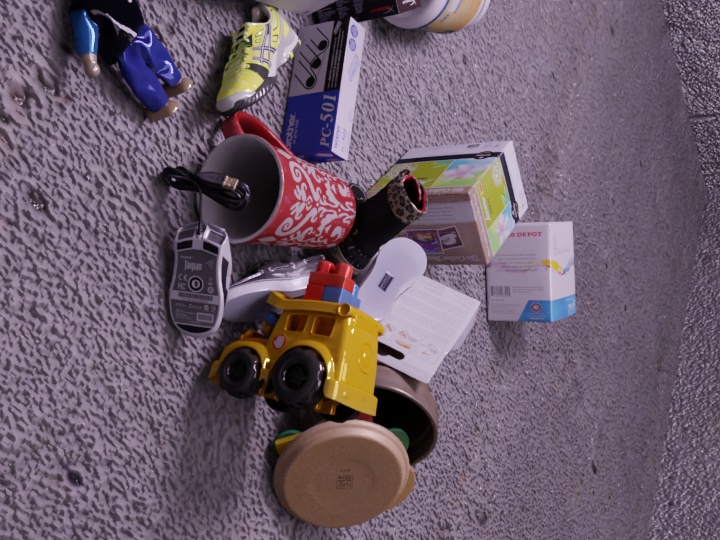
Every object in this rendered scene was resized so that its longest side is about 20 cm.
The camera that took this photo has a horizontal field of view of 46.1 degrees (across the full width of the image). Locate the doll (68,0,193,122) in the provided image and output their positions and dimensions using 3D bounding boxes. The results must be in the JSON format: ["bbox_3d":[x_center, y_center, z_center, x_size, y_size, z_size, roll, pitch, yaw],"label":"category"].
[{"bbox_3d":[-0.266,-0.256,0.926,0.200,0.048,0.137,55,45,-41],"label":"doll"}]

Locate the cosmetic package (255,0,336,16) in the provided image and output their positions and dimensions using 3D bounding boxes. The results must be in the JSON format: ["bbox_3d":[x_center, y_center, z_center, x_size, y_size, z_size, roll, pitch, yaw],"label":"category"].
[{"bbox_3d":[-0.105,-0.456,1.078,0.199,0.123,0.201,-7,86,-56],"label":"cosmetic package"}]

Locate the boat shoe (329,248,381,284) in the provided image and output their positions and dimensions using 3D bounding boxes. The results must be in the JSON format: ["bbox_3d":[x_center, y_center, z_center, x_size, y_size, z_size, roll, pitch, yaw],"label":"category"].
[{"bbox_3d":[0.000,0.000,1.306,0.200,0.071,0.070,-49,135,-44],"label":"boat shoe"}]

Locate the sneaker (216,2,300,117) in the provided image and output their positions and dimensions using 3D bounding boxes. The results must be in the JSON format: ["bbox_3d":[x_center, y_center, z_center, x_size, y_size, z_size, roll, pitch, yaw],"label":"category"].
[{"bbox_3d":[-0.147,-0.272,1.098,0.077,0.075,0.200,54,37,-30],"label":"sneaker"}]

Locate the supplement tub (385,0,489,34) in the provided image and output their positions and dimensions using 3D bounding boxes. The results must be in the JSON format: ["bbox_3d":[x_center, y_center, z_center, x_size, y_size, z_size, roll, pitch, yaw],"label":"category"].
[{"bbox_3d":[0.126,-0.479,1.438,0.200,0.144,0.145,-16,102,-55],"label":"supplement tub"}]

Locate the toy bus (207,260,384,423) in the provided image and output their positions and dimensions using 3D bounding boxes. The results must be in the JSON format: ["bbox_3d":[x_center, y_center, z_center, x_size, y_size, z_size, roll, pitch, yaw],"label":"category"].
[{"bbox_3d":[-0.072,0.083,1.069,0.136,0.199,0.193,32,65,-58],"label":"toy bus"}]

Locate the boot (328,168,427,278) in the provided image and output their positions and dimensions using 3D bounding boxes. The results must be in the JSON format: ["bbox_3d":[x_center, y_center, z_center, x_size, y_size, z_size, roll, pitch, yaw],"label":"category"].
[{"bbox_3d":[0.028,-0.094,1.230,0.073,0.154,0.204,38,29,-23],"label":"boot"}]

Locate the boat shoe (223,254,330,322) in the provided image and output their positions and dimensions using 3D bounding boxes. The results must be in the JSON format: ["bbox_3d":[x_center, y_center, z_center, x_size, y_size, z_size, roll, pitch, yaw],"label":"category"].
[{"bbox_3d":[-0.113,0.014,1.137,0.199,0.070,0.066,-14,57,-36],"label":"boat shoe"}]

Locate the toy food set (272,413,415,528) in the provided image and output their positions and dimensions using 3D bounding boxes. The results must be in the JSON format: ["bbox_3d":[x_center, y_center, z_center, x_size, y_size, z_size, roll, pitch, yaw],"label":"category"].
[{"bbox_3d":[-0.024,0.280,1.187,0.049,0.199,0.199,-106,-178,-60],"label":"toy food set"}]

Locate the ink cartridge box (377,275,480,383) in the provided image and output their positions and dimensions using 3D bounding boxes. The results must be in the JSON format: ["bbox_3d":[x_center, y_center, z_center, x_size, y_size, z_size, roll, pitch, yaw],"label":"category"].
[{"bbox_3d":[0.067,0.083,1.240,0.200,0.162,0.050,-50,158,-43],"label":"ink cartridge box"}]

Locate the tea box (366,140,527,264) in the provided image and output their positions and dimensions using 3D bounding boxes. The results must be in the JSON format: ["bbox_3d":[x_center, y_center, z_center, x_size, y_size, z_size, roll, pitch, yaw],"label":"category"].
[{"bbox_3d":[0.143,-0.111,1.408,0.197,0.199,0.134,-50,129,-45],"label":"tea box"}]

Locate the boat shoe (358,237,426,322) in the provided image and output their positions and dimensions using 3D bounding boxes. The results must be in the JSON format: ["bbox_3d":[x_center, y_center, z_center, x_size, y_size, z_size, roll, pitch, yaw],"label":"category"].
[{"bbox_3d":[0.029,0.022,1.214,0.074,0.065,0.200,43,42,2],"label":"boat shoe"}]

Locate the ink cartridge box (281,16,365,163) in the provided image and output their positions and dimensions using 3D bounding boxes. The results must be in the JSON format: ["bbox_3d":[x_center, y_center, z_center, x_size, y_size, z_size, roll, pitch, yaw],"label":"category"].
[{"bbox_3d":[-0.054,-0.253,1.207,0.044,0.094,0.201,24,70,-54],"label":"ink cartridge box"}]

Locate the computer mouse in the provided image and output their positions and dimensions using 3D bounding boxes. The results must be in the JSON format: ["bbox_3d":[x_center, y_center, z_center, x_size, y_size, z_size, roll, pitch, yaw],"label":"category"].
[{"bbox_3d":[-0.190,-0.021,1.015,0.044,0.109,0.201,-38,136,-76],"label":"computer mouse"}]

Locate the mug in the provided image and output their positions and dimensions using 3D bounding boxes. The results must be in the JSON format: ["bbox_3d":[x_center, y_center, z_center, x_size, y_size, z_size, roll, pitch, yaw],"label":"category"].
[{"bbox_3d":[-0.098,-0.112,1.110,0.200,0.133,0.179,10,83,-59],"label":"mug"}]

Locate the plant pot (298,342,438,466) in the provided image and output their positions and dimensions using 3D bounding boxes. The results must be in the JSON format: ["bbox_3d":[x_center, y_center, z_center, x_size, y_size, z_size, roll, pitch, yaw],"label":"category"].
[{"bbox_3d":[0.021,0.170,1.255,0.174,0.199,0.200,-79,149,-49],"label":"plant pot"}]

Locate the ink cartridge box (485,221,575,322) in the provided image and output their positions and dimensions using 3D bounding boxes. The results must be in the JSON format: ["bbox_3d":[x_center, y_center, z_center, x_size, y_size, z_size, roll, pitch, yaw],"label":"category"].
[{"bbox_3d":[0.358,-0.001,1.781,0.146,0.146,0.201,-8,97,-56],"label":"ink cartridge box"}]

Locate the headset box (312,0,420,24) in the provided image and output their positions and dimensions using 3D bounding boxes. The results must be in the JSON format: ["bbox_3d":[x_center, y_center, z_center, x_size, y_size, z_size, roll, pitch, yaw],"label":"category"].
[{"bbox_3d":[-0.011,-0.465,1.228,0.077,0.148,0.201,-37,119,-51],"label":"headset box"}]
